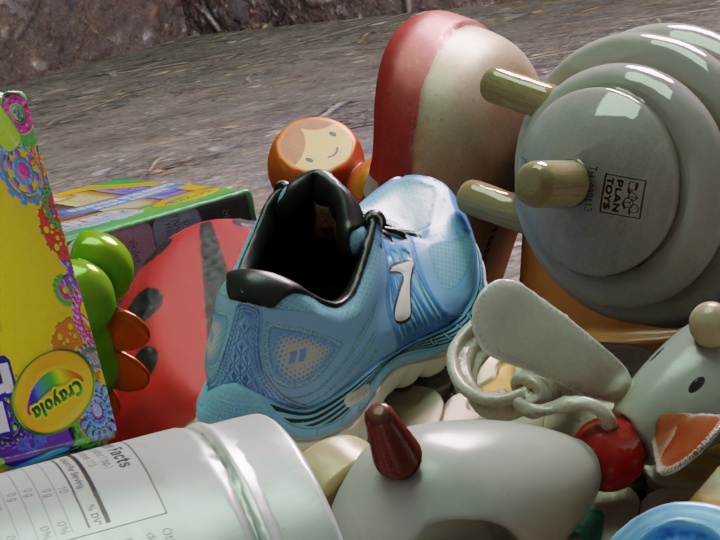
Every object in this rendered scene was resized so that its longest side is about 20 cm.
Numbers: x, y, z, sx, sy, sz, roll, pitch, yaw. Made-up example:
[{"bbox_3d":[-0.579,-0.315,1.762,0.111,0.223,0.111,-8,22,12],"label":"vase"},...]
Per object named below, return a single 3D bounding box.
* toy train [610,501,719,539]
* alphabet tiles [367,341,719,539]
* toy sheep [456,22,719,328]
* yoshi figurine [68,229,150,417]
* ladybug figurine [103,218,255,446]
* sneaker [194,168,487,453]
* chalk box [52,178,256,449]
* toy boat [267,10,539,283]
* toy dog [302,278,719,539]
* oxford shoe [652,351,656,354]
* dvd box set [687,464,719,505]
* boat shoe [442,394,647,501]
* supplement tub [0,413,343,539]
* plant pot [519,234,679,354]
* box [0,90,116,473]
[{"bbox_3d":[0.143,0.105,0.502,0.199,0.087,0.115,-17,51,13],"label":"toy train"},{"bbox_3d":[0.045,0.077,0.756,0.199,0.015,0.196,5,33,11],"label":"alphabet tiles"},{"bbox_3d":[0.120,-0.039,0.835,0.138,0.138,0.200,0,9,40],"label":"toy sheep"},{"bbox_3d":[-0.166,0.038,0.860,0.112,0.113,0.200,5,-39,-32],"label":"yoshi figurine"},{"bbox_3d":[-0.053,0.042,0.887,0.135,0.072,0.200,-18,40,-4],"label":"ladybug figurine"},{"bbox_3d":[0.000,0.000,0.787,0.078,0.090,0.200,8,25,18],"label":"sneaker"},{"bbox_3d":[-0.123,0.027,1.058,0.124,0.125,0.200,-16,12,-28],"label":"chalk box"},{"bbox_3d":[0.011,-0.041,1.048,0.130,0.201,0.130,25,24,19],"label":"toy boat"},{"bbox_3d":[0.056,0.053,0.688,0.132,0.097,0.200,19,44,25],"label":"toy dog"},{"bbox_3d":[0.176,0.050,0.842,0.070,0.075,0.200,-22,-4,-45],"label":"oxford shoe"},{"bbox_3d":[0.171,0.087,0.651,0.146,0.029,0.200,1,29,42],"label":"dvd box set"},{"bbox_3d":[0.082,0.065,0.841,0.072,0.068,0.200,-17,19,-31],"label":"boat shoe"},{"bbox_3d":[-0.105,0.125,0.565,0.199,0.132,0.132,-13,12,-18],"label":"supplement tub"},{"bbox_3d":[0.161,-0.021,1.002,0.199,0.141,0.200,-10,13,2],"label":"plant pot"},{"bbox_3d":[-0.221,0.032,0.630,0.192,0.122,0.200,-19,-5,34],"label":"box"}]
